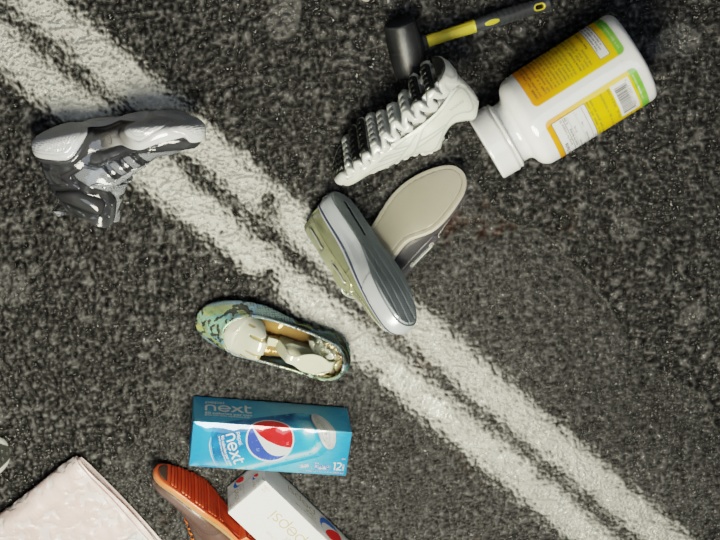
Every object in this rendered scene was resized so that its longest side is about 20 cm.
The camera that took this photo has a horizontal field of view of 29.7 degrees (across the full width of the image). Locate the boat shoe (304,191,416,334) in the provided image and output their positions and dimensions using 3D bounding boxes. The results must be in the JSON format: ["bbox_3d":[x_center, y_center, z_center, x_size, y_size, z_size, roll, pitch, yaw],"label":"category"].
[{"bbox_3d":[0.000,0.000,1.579,0.072,0.201,0.062,10,133,-48],"label":"boat shoe"}]

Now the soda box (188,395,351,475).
[{"bbox_3d":[-0.113,0.206,1.691,0.197,0.068,0.065,4,111,-9],"label":"soda box"}]

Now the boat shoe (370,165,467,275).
[{"bbox_3d":[0.056,-0.044,1.631,0.200,0.073,0.063,-46,153,6],"label":"boat shoe"}]

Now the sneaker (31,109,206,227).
[{"bbox_3d":[-0.267,-0.115,1.545,0.197,0.076,0.115,-7,113,2],"label":"sneaker"}]

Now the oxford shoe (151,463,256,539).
[{"bbox_3d":[-0.200,0.323,1.727,0.072,0.071,0.200,-41,111,15],"label":"oxford shoe"}]

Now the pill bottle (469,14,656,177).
[{"bbox_3d":[0.227,-0.193,1.553,0.199,0.111,0.112,-32,112,6],"label":"pill bottle"}]

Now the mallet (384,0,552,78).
[{"bbox_3d":[0.121,-0.286,1.546,0.198,0.041,0.066,-25,116,-1],"label":"mallet"}]

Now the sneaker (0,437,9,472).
[{"bbox_3d":[-0.529,0.227,1.649,0.198,0.081,0.076,-6,109,-26],"label":"sneaker"}]

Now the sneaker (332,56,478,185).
[{"bbox_3d":[0.049,-0.153,1.544,0.081,0.076,0.199,33,126,-32],"label":"sneaker"}]

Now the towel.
[{"bbox_3d":[-0.376,0.359,1.740,0.199,0.032,0.191,-37,111,7],"label":"towel"}]

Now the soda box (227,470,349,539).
[{"bbox_3d":[-0.083,0.338,1.750,0.068,0.064,0.200,-40,111,9],"label":"soda box"}]

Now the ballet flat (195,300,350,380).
[{"bbox_3d":[-0.103,0.087,1.646,0.197,0.074,0.075,13,110,-12],"label":"ballet flat"}]
